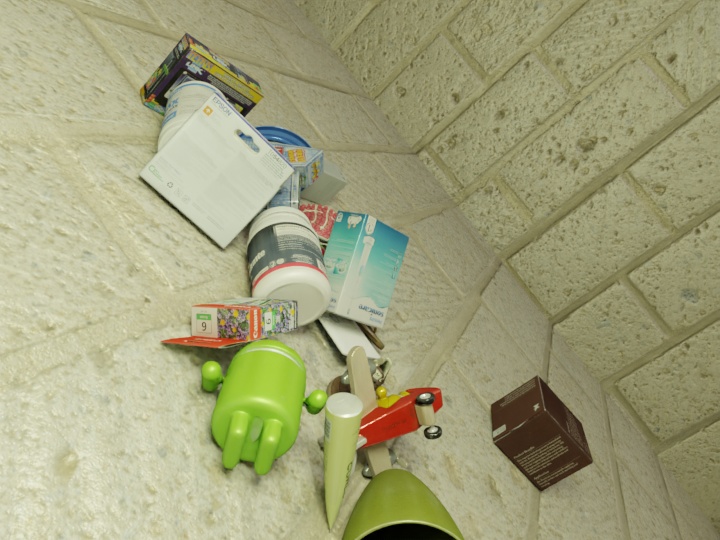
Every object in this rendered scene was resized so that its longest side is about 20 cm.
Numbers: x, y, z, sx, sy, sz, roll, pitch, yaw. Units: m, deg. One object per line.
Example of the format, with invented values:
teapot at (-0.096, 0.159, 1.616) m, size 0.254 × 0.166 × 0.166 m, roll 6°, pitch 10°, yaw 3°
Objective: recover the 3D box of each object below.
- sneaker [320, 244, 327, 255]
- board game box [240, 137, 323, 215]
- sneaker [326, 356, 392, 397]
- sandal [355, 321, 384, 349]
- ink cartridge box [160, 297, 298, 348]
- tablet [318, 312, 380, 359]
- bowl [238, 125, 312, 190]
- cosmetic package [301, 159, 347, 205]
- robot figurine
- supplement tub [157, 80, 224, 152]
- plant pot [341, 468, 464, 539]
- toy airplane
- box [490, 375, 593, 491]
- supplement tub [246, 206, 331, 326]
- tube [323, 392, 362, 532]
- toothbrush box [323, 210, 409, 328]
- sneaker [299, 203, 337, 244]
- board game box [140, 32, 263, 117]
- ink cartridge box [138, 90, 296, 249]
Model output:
sneaker at (-0.092, -0.026, 1.304) m, size 0.199 × 0.077 × 0.084 m, roll 21°, pitch -4°, yaw -37°
board game box at (-0.175, -0.197, 1.210) m, size 0.062 × 0.198 × 0.201 m, roll 92°, pitch -5°, yaw -47°
sneaker at (0.001, 0.205, 1.084) m, size 0.071 × 0.075 × 0.200 m, roll 51°, pitch 21°, yaw 3°
sandal at (0.008, 0.085, 1.301) m, size 0.201 × 0.054 × 0.080 m, roll 63°, pitch 8°, yaw 34°
ink cartridge box at (-0.189, 0.074, 0.871) m, size 0.200 × 0.108 × 0.051 m, roll -5°, pitch 96°, yaw -65°
tablet at (-0.044, 0.105, 1.195) m, size 0.130 × 0.014 × 0.200 m, roll 20°, pitch 26°, yaw -52°
bowl at (-0.200, -0.252, 1.350) m, size 0.199 × 0.039 × 0.202 m, roll 10°, pitch 53°, yaw -13°
cosmetic package at (-0.133, -0.244, 1.517) m, size 0.200 × 0.102 × 0.074 m, roll 16°, pitch 39°, yaw -57°
robot figurine at (-0.136, 0.177, 0.803) m, size 0.174 × 0.116 × 0.200 m, roll 14°, pitch 30°, yaw -6°
supplement tub at (-0.324, -0.275, 1.148) m, size 0.132 × 0.132 × 0.201 m, roll 36°, pitch 25°, yaw -33°
plant pot at (0.054, 0.374, 0.818) m, size 0.187 × 0.187 × 0.200 m, roll 46°, pitch 7°, yaw -9°
toy airplane at (0.020, 0.249, 0.966) m, size 0.198 × 0.201 × 0.141 m, roll 31°, pitch -4°, yaw -22°
box at (0.469, 0.424, 1.527) m, size 0.200 × 0.166 × 0.164 m, roll 47°, pitch 23°, yaw -10°
supplement tub at (-0.136, -0.008, 1.072) m, size 0.140 × 0.140 × 0.201 m, roll 32°, pitch 27°, yaw -38°
tube at (-0.030, 0.266, 0.819) m, size 0.058 × 0.201 × 0.052 m, roll -18°, pitch 35°, yaw -41°
toothbrush box at (0.000, 0.000, 1.170) m, size 0.085 × 0.201 × 0.146 m, roll 11°, pitch -7°, yaw 43°
sneaker at (-0.122, -0.098, 1.217) m, size 0.199 × 0.075 × 0.081 m, roll 21°, pitch 50°, yaw 14°
board game box at (-0.336, -0.380, 1.247) m, size 0.200 × 0.165 × 0.057 m, roll 25°, pitch 32°, yaw -48°
ink cartridge box at (-0.252, -0.177, 1.043) m, size 0.200 × 0.200 × 0.041 m, roll 44°, pitch 1°, yaw -17°
